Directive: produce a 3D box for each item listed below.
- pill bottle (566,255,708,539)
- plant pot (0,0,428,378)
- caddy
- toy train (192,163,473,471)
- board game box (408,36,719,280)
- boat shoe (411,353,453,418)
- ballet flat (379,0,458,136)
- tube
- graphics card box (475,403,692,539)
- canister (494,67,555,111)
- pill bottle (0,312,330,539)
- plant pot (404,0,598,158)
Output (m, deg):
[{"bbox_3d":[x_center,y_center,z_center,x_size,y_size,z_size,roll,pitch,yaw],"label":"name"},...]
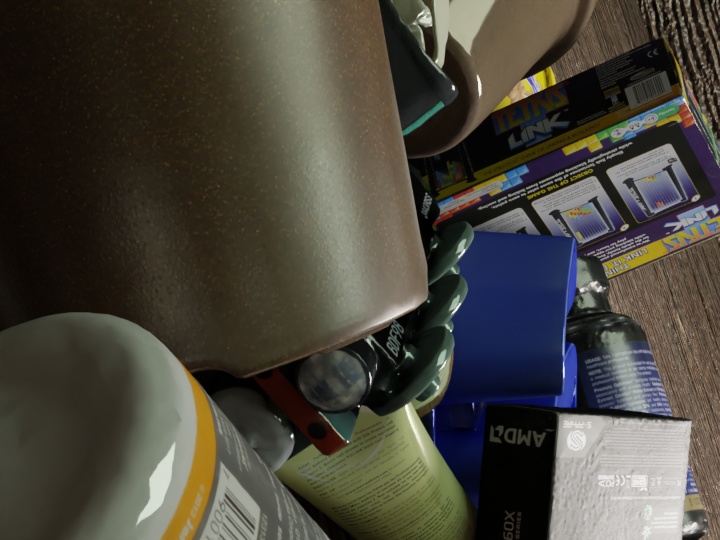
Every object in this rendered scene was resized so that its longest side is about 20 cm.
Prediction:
[{"bbox_3d":[0.154,0.098,1.238,0.112,0.111,0.202,22,49,-68],"label":"pill bottle"},{"bbox_3d":[-0.070,-0.067,0.616,0.200,0.198,0.200,-36,110,-73],"label":"plant pot"},{"bbox_3d":[0.071,0.055,1.050,0.200,0.104,0.143,-66,156,-67],"label":"caddy"},{"bbox_3d":[-0.015,0.016,0.797,0.085,0.114,0.200,46,24,-14],"label":"toy train"},{"bbox_3d":[0.150,-0.057,1.260,0.165,0.198,0.057,48,24,-51],"label":"board game box"},{"bbox_3d":[0.000,0.000,0.938,0.201,0.071,0.077,-104,178,-58],"label":"boat shoe"},{"bbox_3d":[0.003,-0.161,0.864,0.073,0.072,0.202,12,61,-70],"label":"ballet flat"},{"bbox_3d":[0.019,0.109,0.879,0.058,0.051,0.200,-64,147,-18],"label":"tube"},{"bbox_3d":[0.109,0.170,0.922,0.125,0.051,0.203,6,89,-47],"label":"graphics card box"},{"bbox_3d":[0.076,-0.174,1.372,0.201,0.086,0.149,58,19,-28],"label":"canister"},{"bbox_3d":[-0.056,0.115,0.550,0.201,0.115,0.117,55,21,-40],"label":"pill bottle"},{"bbox_3d":[0.041,-0.163,1.122,0.201,0.198,0.175,58,38,-31],"label":"plant pot"}]
